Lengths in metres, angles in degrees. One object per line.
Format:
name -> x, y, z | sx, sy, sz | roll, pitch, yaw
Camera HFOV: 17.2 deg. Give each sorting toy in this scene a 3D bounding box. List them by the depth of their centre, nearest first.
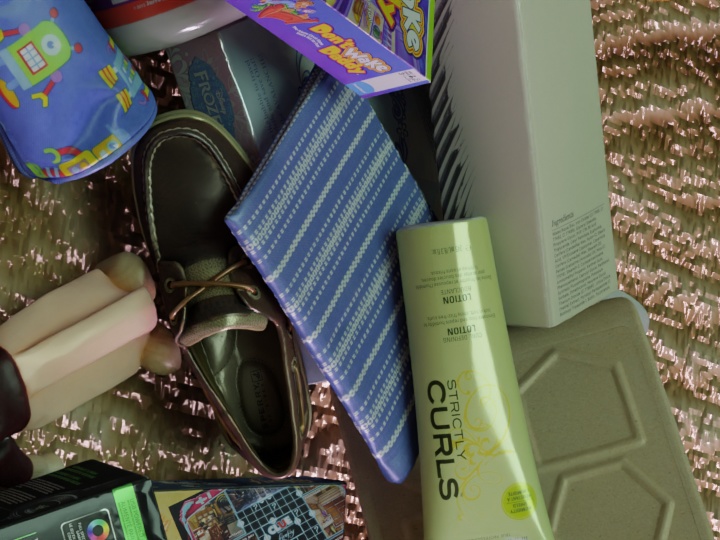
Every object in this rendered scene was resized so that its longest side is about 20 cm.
sorting toy -> 0.092, 0.122, 1.341 | 0.037, 0.185, 0.200 | 77, -3, -60

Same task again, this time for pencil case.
pencil case -> -0.187, -0.132, 1.188 | 0.087, 0.078, 0.200 | -44, 117, -15

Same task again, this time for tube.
tube -> 0.060, 0.072, 1.289 | 0.052, 0.058, 0.201 | -8, 90, -53

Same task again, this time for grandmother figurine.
grandmother figurine -> -0.179, 0.056, 1.189 | 0.200, 0.060, 0.122 | -35, 102, -43

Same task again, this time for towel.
towel -> 0.000, 0.000, 1.288 | 0.200, 0.024, 0.145 | 59, 41, -31

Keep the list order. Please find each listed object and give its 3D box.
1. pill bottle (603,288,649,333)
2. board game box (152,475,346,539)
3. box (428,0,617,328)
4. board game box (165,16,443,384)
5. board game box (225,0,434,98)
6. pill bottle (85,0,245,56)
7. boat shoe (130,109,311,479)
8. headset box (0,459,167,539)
pill bottle -> 0.110, 0.108, 1.423 | 0.111, 0.111, 0.201 | 35, 62, -36
board game box -> -0.091, 0.179, 1.257 | 0.200, 0.035, 0.136 | 4, 90, -46
box -> 0.088, -0.074, 1.323 | 0.082, 0.068, 0.201 | -24, 112, -51
board game box -> -0.010, -0.062, 1.351 | 0.199, 0.043, 0.201 | -33, 107, -54
board game box -> -0.012, -0.209, 1.227 | 0.134, 0.045, 0.201 | 31, 56, -51
pill bottle -> -0.119, -0.221, 1.241 | 0.112, 0.112, 0.201 | -33, 108, -41
boat shoe -> -0.069, 0.016, 1.235 | 0.072, 0.072, 0.201 | -14, 106, -1
headset box -> -0.167, 0.200, 1.116 | 0.199, 0.093, 0.175 | -17, 98, -23
